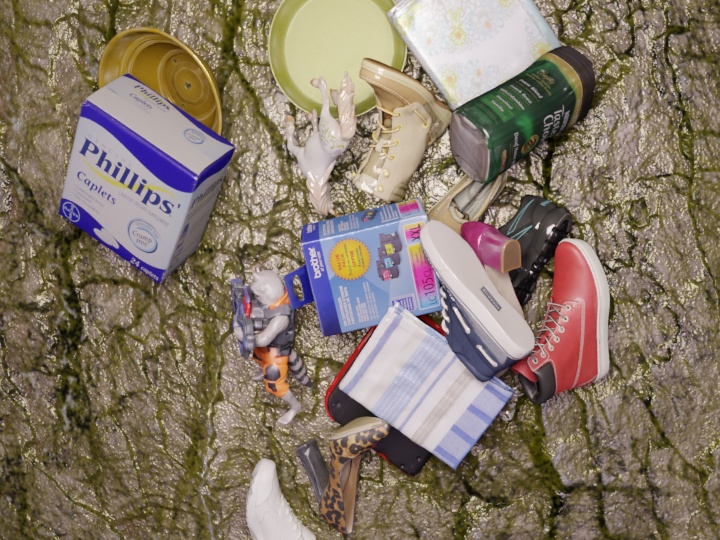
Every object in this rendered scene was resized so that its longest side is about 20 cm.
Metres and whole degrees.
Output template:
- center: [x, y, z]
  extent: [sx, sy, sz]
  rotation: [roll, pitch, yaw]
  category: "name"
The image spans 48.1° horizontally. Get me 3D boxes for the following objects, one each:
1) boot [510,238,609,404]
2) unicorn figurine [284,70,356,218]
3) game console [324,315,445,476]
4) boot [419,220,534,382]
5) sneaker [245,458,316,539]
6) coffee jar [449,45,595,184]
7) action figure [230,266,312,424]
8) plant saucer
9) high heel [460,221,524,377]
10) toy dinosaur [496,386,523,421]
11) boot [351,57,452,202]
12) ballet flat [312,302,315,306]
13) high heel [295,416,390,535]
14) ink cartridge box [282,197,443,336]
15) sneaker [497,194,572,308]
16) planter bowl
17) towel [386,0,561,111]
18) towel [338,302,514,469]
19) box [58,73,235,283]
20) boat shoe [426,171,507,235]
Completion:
- center: [0.254, 0.068, 1.059]
  extent: [0.142, 0.072, 0.204]
  rotation: [-15, 103, -28]
  category: "boot"
- center: [-0.051, -0.162, 1.080]
  extent: [0.072, 0.201, 0.140]
  rotation: [-10, 70, -17]
  category: "unicorn figurine"
- center: [0.062, 0.166, 1.150]
  extent: [0.176, 0.031, 0.202]
  rotation: [35, 97, -3]
  category: "game console"
- center: [0.121, 0.042, 0.998]
  extent: [0.201, 0.072, 0.090]
  rotation: [54, 130, 10]
  category: "boot"
- center: [-0.113, 0.366, 1.160]
  extent: [0.097, 0.078, 0.205]
  rotation: [-2, 101, 0]
  category: "sneaker"
- center: [0.213, -0.204, 1.045]
  extent: [0.198, 0.105, 0.085]
  rotation: [-34, 59, -17]
  category: "coffee jar"
- center: [-0.124, 0.079, 1.112]
  extent: [0.102, 0.201, 0.197]
  rotation: [-8, 121, -11]
  category: "action figure"
- center: [-0.031, -0.312, 1.132]
  extent: [0.195, 0.031, 0.205]
  rotation: [0, 93, 5]
  category: "plant saucer"
- center: [0.162, 0.038, 1.064]
  extent: [0.066, 0.096, 0.204]
  rotation: [-18, 117, -26]
  category: "high heel"
- center: [0.111, 0.163, 1.107]
  extent: [0.198, 0.077, 0.104]
  rotation: [29, 85, 3]
  category: "toy dinosaur"
- center: [0.033, -0.176, 1.058]
  extent: [0.072, 0.199, 0.157]
  rotation: [36, 99, 30]
  category: "boot"
- center: [-0.002, -0.025, 1.118]
  extent: [0.200, 0.067, 0.067]
  rotation: [-45, 130, 8]
  category: "ballet flat"
- center: [0.000, 0.283, 1.107]
  extent: [0.199, 0.071, 0.145]
  rotation: [-31, 83, 45]
  category: "high heel"
- center: [0.000, 0.000, 1.062]
  extent: [0.196, 0.077, 0.139]
  rotation: [-13, 110, 3]
  category: "ink cartridge box"
- center: [0.211, -0.010, 1.112]
  extent: [0.079, 0.075, 0.202]
  rotation: [39, 103, 32]
  category: "sneaker"
- center: [-0.257, -0.244, 1.116]
  extent: [0.197, 0.084, 0.204]
  rotation: [13, 124, 20]
  category: "planter bowl"
- center: [0.155, -0.321, 1.091]
  extent: [0.170, 0.048, 0.201]
  rotation: [-37, 99, 7]
  category: "towel"
- center: [0.083, 0.154, 1.053]
  extent: [0.198, 0.024, 0.148]
  rotation: [35, 109, -1]
  category: "towel"
- center: [-0.292, -0.122, 1.090]
  extent: [0.182, 0.105, 0.201]
  rotation: [33, 128, 4]
  category: "box"
- center: [0.127, -0.071, 1.104]
  extent: [0.071, 0.076, 0.202]
  rotation: [34, 97, 2]
  category: "boat shoe"
